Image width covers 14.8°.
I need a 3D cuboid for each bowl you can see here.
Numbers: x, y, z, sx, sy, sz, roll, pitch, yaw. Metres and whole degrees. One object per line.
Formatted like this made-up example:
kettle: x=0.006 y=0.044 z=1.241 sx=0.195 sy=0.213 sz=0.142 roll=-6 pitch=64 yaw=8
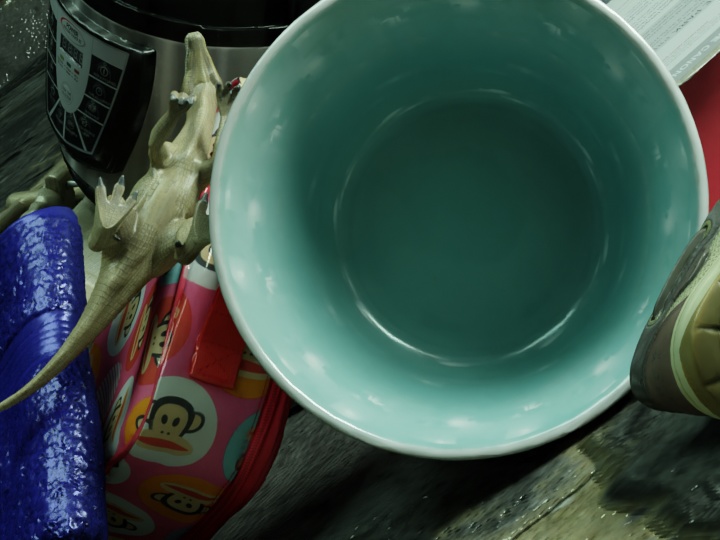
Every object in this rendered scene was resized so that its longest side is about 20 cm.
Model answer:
bowl: x=0.042 y=-0.022 z=1.147 sx=0.200 sy=0.201 sz=0.105 roll=-35 pitch=-6 yaw=2

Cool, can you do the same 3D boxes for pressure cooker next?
pressure cooker: x=-0.080 y=-0.140 z=1.506 sx=0.175 sy=0.201 sz=0.179 roll=9 pitch=36 yaw=3

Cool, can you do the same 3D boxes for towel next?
towel: x=-0.160 y=0.085 z=1.245 sx=0.201 sy=0.049 sz=0.148 roll=-102 pitch=30 yaw=-44

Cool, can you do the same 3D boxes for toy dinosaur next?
toy dinosaur: x=-0.091 y=-0.014 z=1.178 sx=0.201 sy=0.058 sz=0.101 roll=-62 pitch=5 yaw=-18

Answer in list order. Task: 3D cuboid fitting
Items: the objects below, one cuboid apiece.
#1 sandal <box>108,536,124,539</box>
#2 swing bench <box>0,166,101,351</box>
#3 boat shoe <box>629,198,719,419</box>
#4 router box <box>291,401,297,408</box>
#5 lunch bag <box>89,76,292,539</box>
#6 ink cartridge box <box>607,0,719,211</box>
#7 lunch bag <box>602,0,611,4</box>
sandal: x=-0.147 y=0.121 z=1.330 sx=0.211 sy=0.070 sz=0.078 roll=-36 pitch=13 yaw=2
swing bench: x=-0.151 y=0.014 z=1.585 sx=0.199 sy=0.130 sz=0.199 roll=-27 pitch=14 yaw=36
boat shoe: x=0.166 y=-0.021 z=1.031 sx=0.201 sy=0.072 sz=0.066 roll=-48 pitch=23 yaw=-28
router box: x=0.000 y=0.000 z=1.415 sx=0.199 sy=0.051 sz=0.149 roll=-31 pitch=16 yaw=21
lunch bag: x=-0.066 y=0.017 z=1.249 sx=0.176 sy=0.081 sz=0.201 roll=130 pitch=157 yaw=-62
ink cartridge box: x=0.178 y=-0.100 z=1.247 sx=0.200 sy=0.084 sz=0.175 roll=-41 pitch=15 yaw=-20
lunch bag: x=0.174 y=-0.223 z=1.401 sx=0.199 sy=0.170 sz=0.127 roll=-19 pitch=38 yaw=-13
